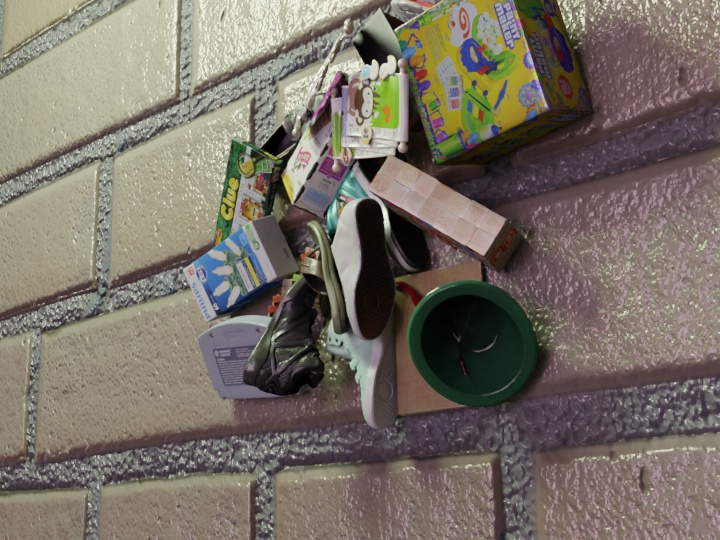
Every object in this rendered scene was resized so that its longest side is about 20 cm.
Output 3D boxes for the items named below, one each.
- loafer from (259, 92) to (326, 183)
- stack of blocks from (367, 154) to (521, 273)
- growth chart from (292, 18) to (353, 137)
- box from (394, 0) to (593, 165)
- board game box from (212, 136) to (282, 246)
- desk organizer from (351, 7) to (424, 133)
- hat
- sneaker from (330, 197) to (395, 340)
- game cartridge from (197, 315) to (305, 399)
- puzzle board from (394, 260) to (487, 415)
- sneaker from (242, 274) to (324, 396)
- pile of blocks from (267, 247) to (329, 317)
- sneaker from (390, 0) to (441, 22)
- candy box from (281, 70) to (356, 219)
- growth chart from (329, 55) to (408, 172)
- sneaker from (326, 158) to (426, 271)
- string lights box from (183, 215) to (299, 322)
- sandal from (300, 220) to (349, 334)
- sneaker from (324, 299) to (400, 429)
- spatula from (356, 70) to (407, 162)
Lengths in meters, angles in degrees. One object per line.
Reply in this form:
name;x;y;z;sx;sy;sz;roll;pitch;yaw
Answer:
loafer;-0.117;-0.219;1.843;0.200;0.063;0.072;-48;49;26
stack of blocks;0.120;-0.074;1.526;0.199;0.115;0.059;32;89;27
growth chart;-0.057;-0.294;1.681;0.201;0.018;0.145;-61;9;23
box;0.177;-0.269;1.490;0.192;0.122;0.201;-22;80;40
board game box;-0.191;-0.112;1.863;0.104;0.023;0.201;30;120;32
desk organizer;0.069;-0.294;1.666;0.072;0.077;0.201;-45;52;28
hat;0.153;0.067;1.518;0.165;0.176;0.200;-40;93;18
sneaker;0.000;0.000;1.592;0.084;0.072;0.202;-7;83;58
game cartridge;-0.179;0.141;1.797;0.199;0.041;0.134;-8;107;43
puzzle board;0.114;0.097;1.562;0.150;0.017;0.202;-12;72;36
sneaker;-0.085;0.102;1.671;0.114;0.076;0.200;23;69;10
pile of blocks;-0.103;0.050;1.765;0.082;0.062;0.201;46;113;41
sneaker;0.136;-0.399;1.646;0.199;0.077;0.082;14;70;41
candy box;-0.047;-0.199;1.738;0.201;0.061;0.137;-61;22;16
growth chart;0.012;-0.223;1.579;0.199;0.018;0.146;-4;92;56
sneaker;0.013;-0.056;1.661;0.121;0.083;0.201;-46;57;33
string lights box;-0.201;-0.001;1.849;0.200;0.059;0.103;-32;81;39
sandal;-0.059;0.007;1.636;0.057;0.080;0.202;-16;52;4
sneaker;0.002;0.139;1.630;0.118;0.074;0.202;-15;64;40
spatula;0.041;-0.201;1.638;0.056;0.020;0.201;1;121;59
